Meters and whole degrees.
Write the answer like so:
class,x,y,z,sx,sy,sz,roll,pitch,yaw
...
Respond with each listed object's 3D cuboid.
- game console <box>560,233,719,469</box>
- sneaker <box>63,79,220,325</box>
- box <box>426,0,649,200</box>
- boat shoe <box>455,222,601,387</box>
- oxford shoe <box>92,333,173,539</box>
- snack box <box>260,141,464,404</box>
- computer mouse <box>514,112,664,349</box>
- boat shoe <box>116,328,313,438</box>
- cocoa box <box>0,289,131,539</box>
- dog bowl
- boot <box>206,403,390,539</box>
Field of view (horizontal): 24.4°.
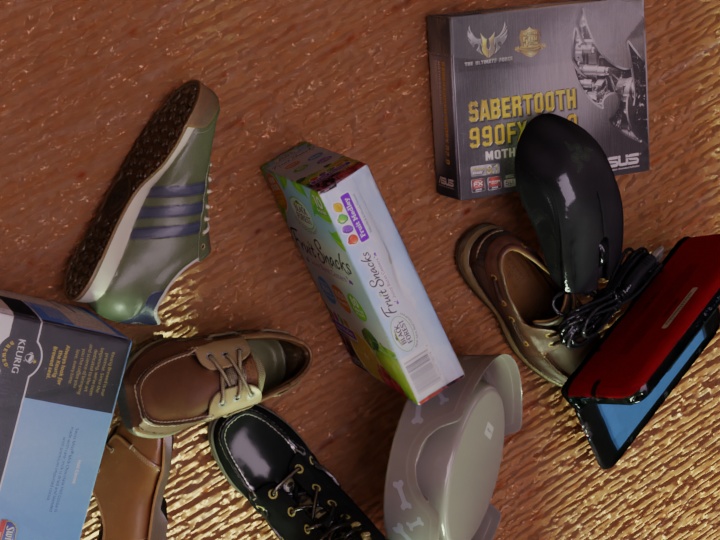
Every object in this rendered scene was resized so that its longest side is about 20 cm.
class,x,y,z,sx,sy,sz,roll,pitch,yaw
game console,0.287,0.076,1.500,0.119,0.172,0.200,46,70,-15
sneaker,-0.153,-0.046,1.340,0.090,0.067,0.201,33,85,-34
box,0.159,-0.155,1.470,0.199,0.048,0.160,-9,104,-24
boat shoe,0.165,0.041,1.497,0.072,0.067,0.200,-47,115,-11
oxford shoe,-0.187,0.150,1.355,0.071,0.071,0.202,6,91,-7
snack box,0.000,0.000,1.371,0.053,0.142,0.201,-31,111,-15
computer mouse,0.199,-0.044,1.442,0.138,0.053,0.201,-39,114,-31
boat shoe,-0.111,0.080,1.324,0.200,0.073,0.076,-18,95,-56
cocoa box,-0.273,0.121,1.270,0.130,0.133,0.202,14,93,-27
dog bowl,0.079,0.164,1.430,0.200,0.058,0.202,12,90,-69
boot,-0.035,0.200,1.384,0.073,0.154,0.204,-41,114,-13
